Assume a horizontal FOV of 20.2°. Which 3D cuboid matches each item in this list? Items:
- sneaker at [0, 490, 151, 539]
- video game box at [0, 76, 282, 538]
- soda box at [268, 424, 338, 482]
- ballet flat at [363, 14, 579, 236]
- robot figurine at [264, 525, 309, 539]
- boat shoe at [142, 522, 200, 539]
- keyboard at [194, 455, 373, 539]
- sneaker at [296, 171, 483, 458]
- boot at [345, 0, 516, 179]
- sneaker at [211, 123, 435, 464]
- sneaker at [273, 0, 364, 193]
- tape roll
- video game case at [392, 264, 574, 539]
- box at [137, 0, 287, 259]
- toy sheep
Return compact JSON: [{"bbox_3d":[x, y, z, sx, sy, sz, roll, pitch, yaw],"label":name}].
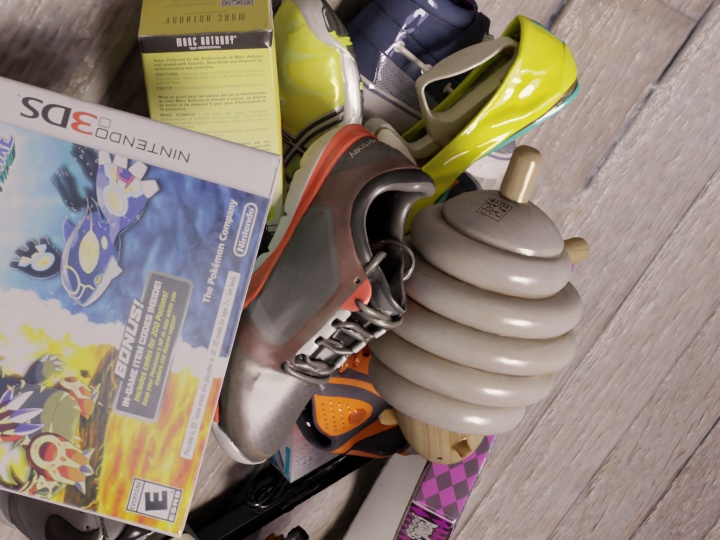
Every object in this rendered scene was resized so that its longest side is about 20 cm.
[{"bbox_3d":[-0.155,0.104,1.224,0.075,0.115,0.201,-14,136,-42],"label":"sneaker"},{"bbox_3d":[-0.151,0.014,1.016,0.047,0.181,0.202,135,-31,-84],"label":"video game box"},{"bbox_3d":[0.010,0.068,1.436,0.199,0.064,0.069,-27,143,-29],"label":"soda box"},{"bbox_3d":[0.041,-0.079,1.213,0.200,0.067,0.067,-40,120,3],"label":"ballet flat"},{"bbox_3d":[-0.105,0.268,1.465,0.200,0.058,0.145,-42,177,-39],"label":"robot figurine"},{"bbox_3d":[-0.143,0.199,1.394,0.073,0.063,0.202,-37,162,-13],"label":"boat shoe"},{"bbox_3d":[-0.050,0.149,1.496,0.199,0.040,0.104,-30,168,-29],"label":"keyboard"},{"bbox_3d":[0.012,0.031,1.266,0.111,0.078,0.201,1,112,-32],"label":"sneaker"},{"bbox_3d":[0.061,-0.124,1.274,0.090,0.073,0.200,-49,149,15],"label":"boot"},{"bbox_3d":[-0.019,0.021,1.121,0.077,0.082,0.201,13,99,-58],"label":"sneaker"},{"bbox_3d":[-0.053,-0.070,1.198,0.076,0.075,0.201,-9,127,-31],"label":"sneaker"},{"bbox_3d":[0.003,0.217,1.533,0.204,0.037,0.203,-60,174,-10],"label":"tape roll"},{"bbox_3d":[0.075,0.102,1.337,0.182,0.036,0.201,106,10,-66],"label":"video game case"},{"bbox_3d":[-0.078,-0.060,1.138,0.075,0.050,0.201,-3,126,1],"label":"box"},{"bbox_3d":[0.068,0.021,1.176,0.137,0.137,0.202,-6,115,-47],"label":"toy sheep"}]
